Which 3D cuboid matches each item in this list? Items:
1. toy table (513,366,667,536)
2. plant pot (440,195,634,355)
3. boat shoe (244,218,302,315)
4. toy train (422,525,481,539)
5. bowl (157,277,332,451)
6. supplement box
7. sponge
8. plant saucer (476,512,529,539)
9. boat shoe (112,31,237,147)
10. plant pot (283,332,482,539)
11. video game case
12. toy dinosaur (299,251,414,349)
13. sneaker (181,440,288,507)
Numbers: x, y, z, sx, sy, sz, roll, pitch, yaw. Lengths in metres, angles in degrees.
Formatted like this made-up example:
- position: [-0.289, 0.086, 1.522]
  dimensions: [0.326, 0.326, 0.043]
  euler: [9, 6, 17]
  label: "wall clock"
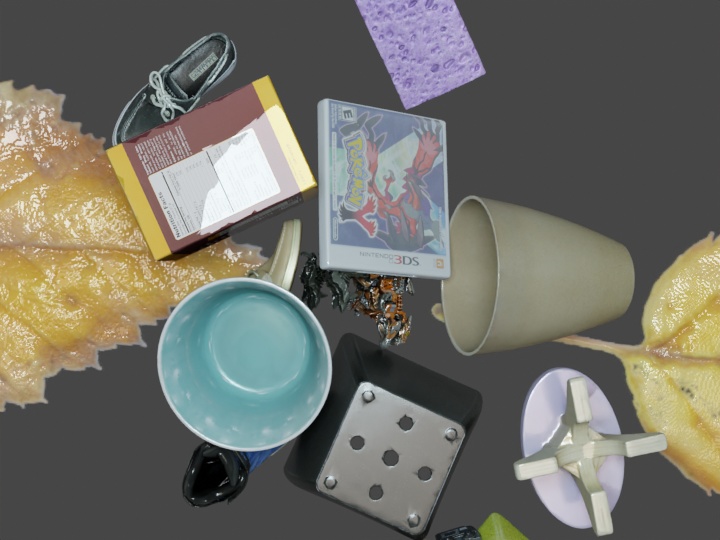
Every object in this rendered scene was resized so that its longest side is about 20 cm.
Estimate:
- position: [0.271, 0.223, 1.319]
  dimensions: [0.182, 0.117, 0.202]
  euler: [-22, 90, -2]
  label: "toy table"
- position: [0.220, 0.010, 1.298]
  dimensions: [0.198, 0.187, 0.190]
  euler: [3, 90, -15]
  label: "plant pot"
- position: [-0.121, 0.028, 1.330]
  dimensions: [0.064, 0.072, 0.202]
  euler: [17, 95, -3]
  label: "boat shoe"
- position: [0.055, 0.357, 1.347]
  dimensions: [0.198, 0.046, 0.034]
  euler: [-15, 106, -2]
  label: "toy train"
- position: [-0.126, 0.098, 1.256]
  dimensions: [0.198, 0.105, 0.203]
  euler: [1, 100, 5]
  label: "bowl"
- position: [-0.166, -0.112, 1.263]
  dimensions: [0.198, 0.197, 0.134]
  euler: [-25, 92, -2]
  label: "supplement box"
- position: [0.063, -0.309, 1.314]
  dimensions: [0.111, 0.030, 0.201]
  euler: [-23, 108, 12]
  label: "sponge"
- position: [0.182, 0.446, 1.350]
  dimensions: [0.199, 0.048, 0.200]
  euler: [40, 89, -1]
  label: "plant saucer"
- position: [-0.230, -0.214, 1.325]
  dimensions: [0.199, 0.068, 0.074]
  euler: [-40, 91, -1]
  label: "boat shoe"
- position: [0.030, 0.209, 1.281]
  dimensions: [0.198, 0.177, 0.202]
  euler: [24, 90, -1]
  label: "plant pot"
- position: [0.030, -0.095, 1.297]
  dimensions: [0.181, 0.023, 0.203]
  euler: [5, 78, -33]
  label: "video game case"
- position: [0.000, 0.000, 1.332]
  dimensions: [0.135, 0.102, 0.202]
  euler: [-18, 76, -29]
  label: "toy dinosaur"
- position: [-0.138, 0.210, 1.308]
  dimensions: [0.200, 0.111, 0.077]
  euler: [-41, 91, -1]
  label: "sneaker"
